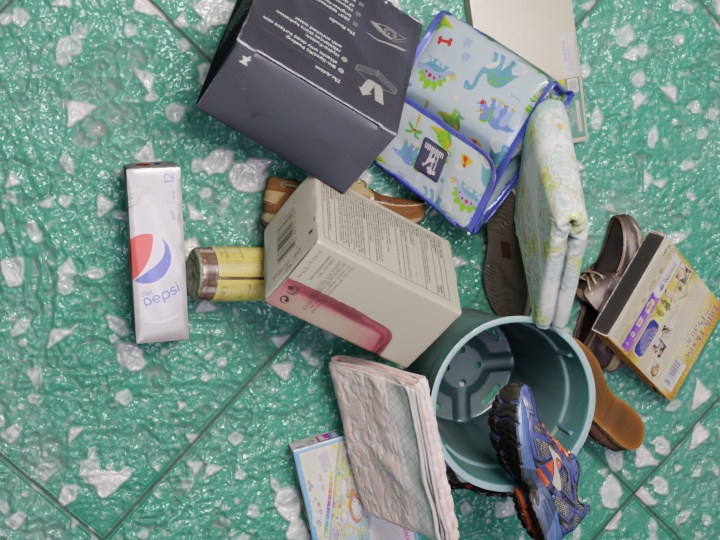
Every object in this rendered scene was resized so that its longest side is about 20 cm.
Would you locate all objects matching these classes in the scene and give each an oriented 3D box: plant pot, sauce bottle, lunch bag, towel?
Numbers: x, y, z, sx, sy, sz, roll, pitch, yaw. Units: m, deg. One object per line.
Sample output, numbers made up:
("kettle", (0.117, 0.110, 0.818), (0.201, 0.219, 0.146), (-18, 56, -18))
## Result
("plant pot", (0.149, 0.134, 1.508), (0.198, 0.196, 0.203), (-2, 100, -14))
("sauce bottle", (-0.104, 0.005, 1.481), (0.198, 0.065, 0.066), (2, 98, -28))
("lunch bag", (0.119, -0.169, 1.464), (0.169, 0.127, 0.201), (37, 105, 19))
("towel", (0.208, -0.056, 1.374), (0.047, 0.173, 0.201), (-4, 140, -3))
("towel", (0.034, 0.205, 1.460), (0.032, 0.190, 0.202), (-18, 103, -28))

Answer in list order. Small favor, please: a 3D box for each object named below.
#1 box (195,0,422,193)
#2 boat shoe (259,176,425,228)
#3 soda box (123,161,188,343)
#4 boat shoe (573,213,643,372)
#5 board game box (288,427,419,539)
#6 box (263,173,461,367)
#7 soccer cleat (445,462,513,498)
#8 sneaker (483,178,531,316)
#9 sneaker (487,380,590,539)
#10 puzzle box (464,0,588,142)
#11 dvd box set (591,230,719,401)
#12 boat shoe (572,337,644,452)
("box", (-0.053, -0.228, 1.391), (0.195, 0.201, 0.117), (29, 136, -16))
("boat shoe", (-0.020, -0.083, 1.496), (0.197, 0.076, 0.075), (-1, 96, -15))
("soda box", (-0.235, -0.021, 1.454), (0.063, 0.068, 0.203), (-4, 100, -13))
("boat shoe", (0.309, 0.028, 1.596), (0.072, 0.074, 0.203), (5, 96, -15))
("board game box", (-0.004, 0.296, 1.579), (0.133, 0.034, 0.203), (-14, 102, -12))
("box", (0.000, 0.000, 1.423), (0.199, 0.129, 0.109), (27, 125, -25))
("soccer cleat", (0.122, 0.237, 1.580), (0.198, 0.068, 0.074), (10, 61, -23))
("sneaker", (0.211, -0.035, 1.563), (0.106, 0.074, 0.202), (-26, 124, -37))
("sneaker", (0.199, 0.208, 1.401), (0.078, 0.075, 0.202), (-25, 112, -18))
("puzzle box", (0.204, -0.246, 1.551), (0.131, 0.025, 0.203), (-11, 101, -12))
("dvd box set", (0.377, 0.060, 1.585), (0.200, 0.029, 0.147), (39, 80, -44))
("boat shoe", (0.279, 0.159, 1.598), (0.071, 0.070, 0.200), (-51, 117, -24))
